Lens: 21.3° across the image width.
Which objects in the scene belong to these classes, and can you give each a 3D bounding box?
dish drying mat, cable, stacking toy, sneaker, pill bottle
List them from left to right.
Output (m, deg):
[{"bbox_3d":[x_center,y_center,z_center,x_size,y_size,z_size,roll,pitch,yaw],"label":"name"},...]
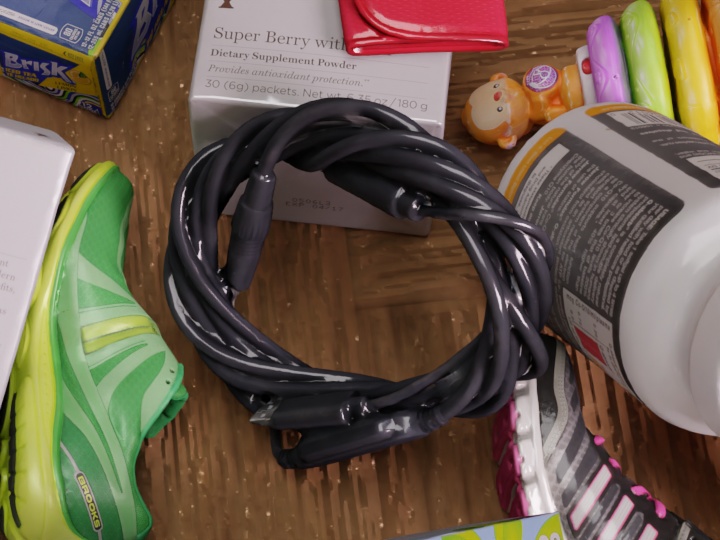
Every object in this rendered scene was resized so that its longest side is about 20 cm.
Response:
[{"bbox_3d":[-0.125,0.044,0.907,0.083,0.074,0.201,14,60,-22],"label":"sneaker"},{"bbox_3d":[0.000,0.000,0.855,0.051,0.200,0.164,-24,92,-51],"label":"cable"},{"bbox_3d":[0.022,-0.192,0.903,0.077,0.018,0.201,-3,66,-6],"label":"dish drying mat"},{"bbox_3d":[0.116,0.119,0.865,0.087,0.074,0.201,-12,71,-6],"label":"sneaker"},{"bbox_3d":[0.148,-0.097,0.958,0.199,0.110,0.116,-10,62,8],"label":"stacking toy"},{"bbox_3d":[0.146,0.004,0.842,0.116,0.117,0.200,-25,27,-11],"label":"pill bottle"}]

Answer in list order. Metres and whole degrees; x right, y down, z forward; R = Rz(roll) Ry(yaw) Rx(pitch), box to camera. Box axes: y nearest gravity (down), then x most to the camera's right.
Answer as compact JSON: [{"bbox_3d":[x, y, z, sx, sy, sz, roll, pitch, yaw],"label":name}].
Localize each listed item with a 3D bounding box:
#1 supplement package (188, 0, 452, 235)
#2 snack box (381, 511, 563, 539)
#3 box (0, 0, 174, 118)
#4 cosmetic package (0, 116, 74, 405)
[{"bbox_3d":[-0.012,-0.137,0.952,0.121,0.120,0.201,6,65,1],"label":"supplement package"},{"bbox_3d":[0.014,0.191,0.749,0.068,0.200,0.169,-17,79,39],"label":"snack box"},{"bbox_3d":[-0.121,-0.185,1.004,0.070,0.064,0.200,21,68,9],"label":"box"},{"bbox_3d":[-0.205,0.024,0.843,0.101,0.071,0.201,16,95,-18],"label":"cosmetic package"}]
